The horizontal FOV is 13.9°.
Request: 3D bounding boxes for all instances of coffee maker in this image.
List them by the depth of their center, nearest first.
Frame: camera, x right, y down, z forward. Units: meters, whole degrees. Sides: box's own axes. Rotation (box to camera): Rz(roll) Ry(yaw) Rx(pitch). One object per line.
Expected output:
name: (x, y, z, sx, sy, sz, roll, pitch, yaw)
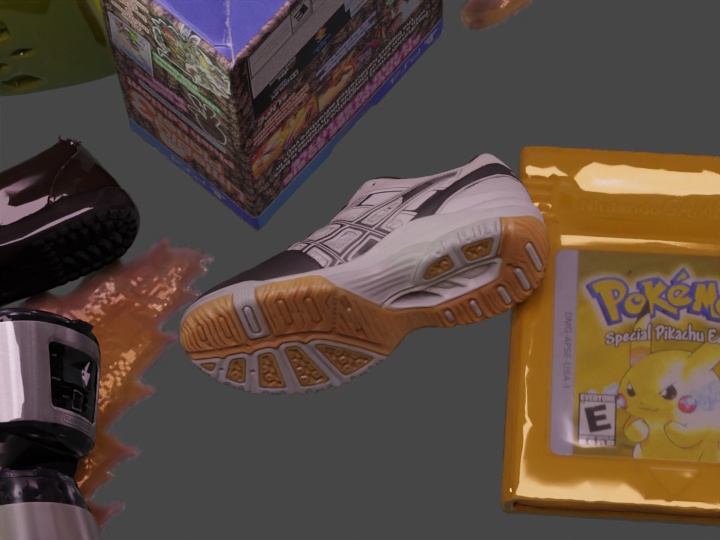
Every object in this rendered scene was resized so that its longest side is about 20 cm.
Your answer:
coffee maker: (-0.211, 0.134, 1.459, 0.191, 0.135, 0.201, -9, 68, -2)

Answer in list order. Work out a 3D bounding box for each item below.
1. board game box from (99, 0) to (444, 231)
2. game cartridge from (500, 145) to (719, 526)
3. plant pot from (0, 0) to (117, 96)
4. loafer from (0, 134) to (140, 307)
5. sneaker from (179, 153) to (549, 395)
board game box: (-0.043, -0.142, 1.527, 0.097, 0.200, 0.160, 38, 73, 16)
game cartridge: (0.165, 0.034, 1.544, 0.175, 0.032, 0.201, 3, 70, 2)
plant pot: (-0.249, -0.197, 1.563, 0.180, 0.199, 0.201, -18, 70, 1)
loafer: (-0.217, -0.012, 1.557, 0.199, 0.073, 0.072, -19, 58, -9)
sneaker: (0.000, 0.000, 1.550, 0.199, 0.076, 0.088, -17, 41, 3)
